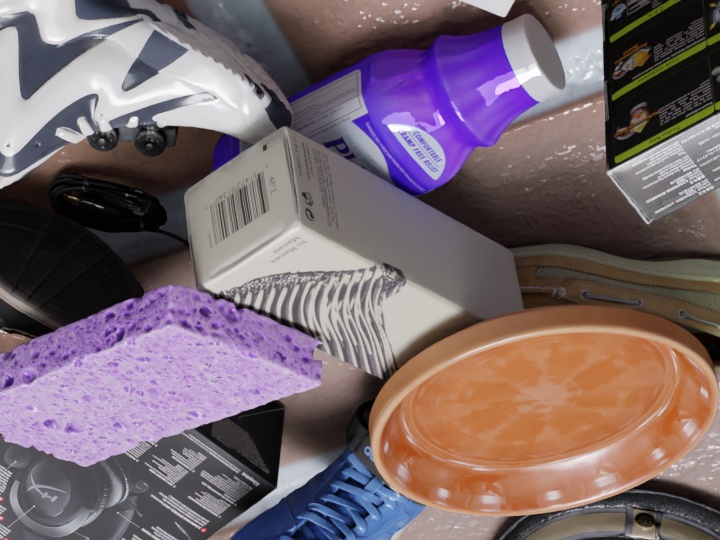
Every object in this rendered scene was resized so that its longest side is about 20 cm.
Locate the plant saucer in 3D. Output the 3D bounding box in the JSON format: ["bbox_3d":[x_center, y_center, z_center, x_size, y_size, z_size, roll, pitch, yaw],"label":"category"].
[{"bbox_3d":[0.103,0.077,1.525,0.200,0.032,0.201,-7,147,-4],"label":"plant saucer"}]

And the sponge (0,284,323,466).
[{"bbox_3d":[-0.129,0.060,1.482,0.200,0.030,0.111,-21,148,40],"label":"sponge"}]

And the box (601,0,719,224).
[{"bbox_3d":[0.214,-0.136,1.346,0.200,0.193,0.048,-28,124,23],"label":"box"}]

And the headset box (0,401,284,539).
[{"bbox_3d":[-0.168,0.122,1.659,0.149,0.077,0.200,37,123,-24],"label":"headset box"}]

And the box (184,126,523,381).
[{"bbox_3d":[0.000,0.000,1.475,0.082,0.069,0.200,-32,141,30],"label":"box"}]

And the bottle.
[{"bbox_3d":[0.017,-0.079,1.488,0.200,0.065,0.084,-25,131,22],"label":"bottle"}]

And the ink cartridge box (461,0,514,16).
[{"bbox_3d":[0.002,-0.226,1.315,0.199,0.145,0.084,20,130,-12],"label":"ink cartridge box"}]

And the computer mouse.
[{"bbox_3d":[-0.087,-0.017,1.574,0.200,0.034,0.059,24,144,-10],"label":"computer mouse"}]

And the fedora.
[{"bbox_3d":[0.173,0.231,1.717,0.200,0.092,0.201,2,130,2],"label":"fedora"}]

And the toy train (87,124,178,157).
[{"bbox_3d":[-0.199,-0.099,1.505,0.199,0.034,0.046,7,126,-3],"label":"toy train"}]

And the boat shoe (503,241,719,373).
[{"bbox_3d":[0.137,0.031,1.565,0.199,0.076,0.072,-2,131,6],"label":"boat shoe"}]

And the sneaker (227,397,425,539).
[{"bbox_3d":[-0.008,0.138,1.600,0.077,0.200,0.111,42,121,13],"label":"sneaker"}]

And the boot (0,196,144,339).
[{"bbox_3d":[-0.220,0.031,1.567,0.200,0.073,0.151,24,133,11],"label":"boot"}]

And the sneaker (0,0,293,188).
[{"bbox_3d":[-0.147,-0.087,1.457,0.199,0.080,0.130,26,105,-17],"label":"sneaker"}]
